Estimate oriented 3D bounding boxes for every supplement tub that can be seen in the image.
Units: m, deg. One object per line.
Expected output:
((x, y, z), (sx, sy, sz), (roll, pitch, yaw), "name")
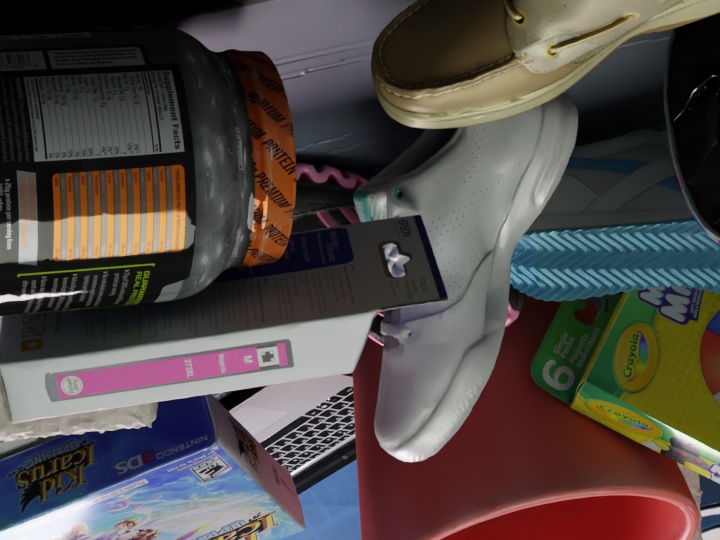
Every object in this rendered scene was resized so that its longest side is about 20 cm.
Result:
((-0.136, -0.043, 0.837), (0.200, 0.123, 0.123), (-4, 152, -19), "supplement tub")

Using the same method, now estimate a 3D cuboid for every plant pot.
((0.079, 0.093, 1.144), (0.200, 0.178, 0.200), (-11, 152, -6), "plant pot")

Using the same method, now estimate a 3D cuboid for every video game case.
((-0.151, 0.147, 1.144), (0.200, 0.045, 0.181), (-22, 155, 6), "video game case")

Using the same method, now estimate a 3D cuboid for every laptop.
((-0.021, 0.162, 1.304), (0.200, 0.116, 0.187), (14, 142, -44), "laptop")

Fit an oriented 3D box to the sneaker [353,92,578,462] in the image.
((0.031, -0.008, 0.959), (0.088, 0.200, 0.075), (19, 180, -24), "sneaker")

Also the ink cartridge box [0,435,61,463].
((-0.232, 0.092, 1.115), (0.117, 0.067, 0.200), (-20, 154, 8), "ink cartridge box")

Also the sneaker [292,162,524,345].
((0.000, 0.000, 1.021), (0.200, 0.095, 0.079), (-2, 154, -21), "sneaker")

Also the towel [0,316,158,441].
((-0.201, 0.025, 0.945), (0.200, 0.034, 0.133), (-4, 114, -4), "towel")

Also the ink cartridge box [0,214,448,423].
((-0.063, 0.019, 0.887), (0.200, 0.095, 0.037), (-10, 116, -2), "ink cartridge box")

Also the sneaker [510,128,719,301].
((0.172, -0.035, 1.010), (0.200, 0.081, 0.077), (1, 140, 7), "sneaker")

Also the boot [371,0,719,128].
((0.080, -0.141, 0.806), (0.200, 0.073, 0.155), (-21, 153, 10), "boot")

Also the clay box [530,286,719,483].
((0.203, 0.053, 1.045), (0.200, 0.115, 0.048), (27, 159, 4), "clay box")

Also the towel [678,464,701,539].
((0.160, 0.143, 1.271), (0.132, 0.200, 0.034), (-6, -176, -15), "towel")

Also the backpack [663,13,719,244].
((0.242, -0.085, 0.885), (0.200, 0.178, 0.150), (-28, 146, 34), "backpack")
